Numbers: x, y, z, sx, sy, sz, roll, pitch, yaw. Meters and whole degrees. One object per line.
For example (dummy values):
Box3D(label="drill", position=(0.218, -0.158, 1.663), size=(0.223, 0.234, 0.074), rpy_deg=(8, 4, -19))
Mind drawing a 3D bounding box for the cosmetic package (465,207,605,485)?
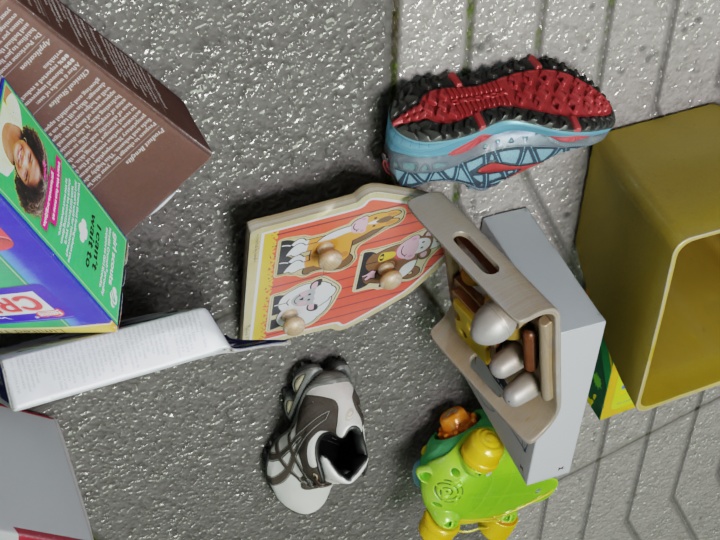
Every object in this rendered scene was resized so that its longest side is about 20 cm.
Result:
Box3D(label="cosmetic package", position=(0.150, 0.070, 1.210), size=(0.051, 0.151, 0.202), rpy_deg=(-14, 136, -18))

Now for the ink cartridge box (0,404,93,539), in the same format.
Box3D(label="ink cartridge box", position=(-0.336, 0.219, 1.064), size=(0.145, 0.145, 0.200), rpy_deg=(21, 118, -43))

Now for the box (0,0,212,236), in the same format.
Box3D(label="box", position=(-0.201, -0.110, 0.881), size=(0.100, 0.075, 0.200), rpy_deg=(-40, 137, 10))

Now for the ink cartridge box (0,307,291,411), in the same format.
Box3D(label="ink cartridge box", position=(-0.172, 0.057, 0.992), size=(0.198, 0.199, 0.041), rpy_deg=(-13, 92, -20))

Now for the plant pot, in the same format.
Box3D(label="plant pot", position=(0.295, -0.030, 1.180), size=(0.198, 0.177, 0.201), rpy_deg=(-16, 136, -18))

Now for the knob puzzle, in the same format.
Box3D(label="knob puzzle", position=(0.000, 0.000, 1.110), size=(0.217, 0.031, 0.221), rpy_deg=(-19, 149, -11))

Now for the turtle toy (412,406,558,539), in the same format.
Box3D(label="turtle toy", position=(0.135, 0.194, 1.359), size=(0.198, 0.101, 0.147), rpy_deg=(2, 129, -33))

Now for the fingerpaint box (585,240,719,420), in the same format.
Box3D(label="fingerpaint box", position=(0.318, 0.043, 1.345), size=(0.198, 0.074, 0.168), rpy_deg=(-17, 138, -17))

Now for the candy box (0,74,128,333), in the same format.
Box3D(label="candy box", position=(-0.259, -0.032, 0.839), size=(0.167, 0.078, 0.200), rpy_deg=(-3, 154, 13))

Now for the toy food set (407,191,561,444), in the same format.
Box3D(label="toy food set", position=(0.095, 0.043, 1.093), size=(0.060, 0.144, 0.201), rpy_deg=(-33, 148, -15))

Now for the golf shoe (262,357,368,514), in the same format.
Box3D(label="golf shoe", position=(-0.039, 0.177, 1.245), size=(0.077, 0.095, 0.201), rpy_deg=(-13, 137, -21))

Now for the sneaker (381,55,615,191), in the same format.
Box3D(label="sneaker", position=(0.107, -0.112, 1.080), size=(0.197, 0.080, 0.096), rpy_deg=(-6, 147, -18))
